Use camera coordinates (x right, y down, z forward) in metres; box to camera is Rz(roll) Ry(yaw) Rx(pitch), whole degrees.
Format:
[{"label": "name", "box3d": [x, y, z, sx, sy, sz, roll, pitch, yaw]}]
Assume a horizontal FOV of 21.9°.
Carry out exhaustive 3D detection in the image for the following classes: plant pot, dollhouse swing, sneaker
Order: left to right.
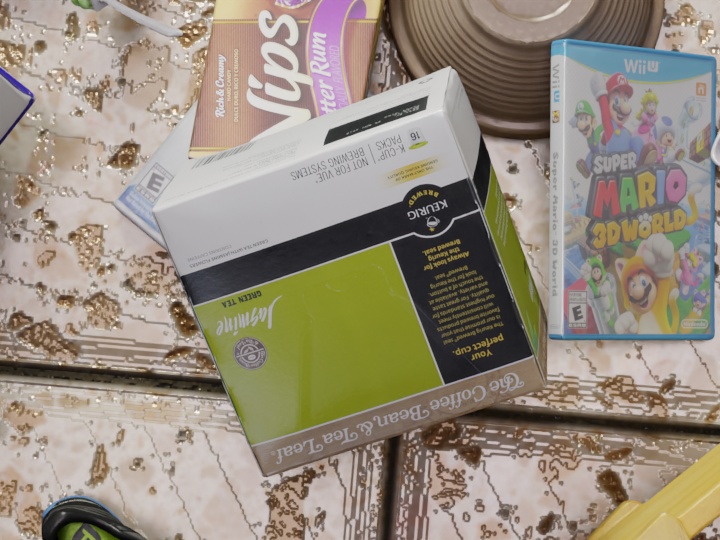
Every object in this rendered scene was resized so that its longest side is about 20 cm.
[{"label": "sneaker", "box3d": [-0.145, 0.231, 1.285, 0.199, 0.083, 0.071, 38, 88, 5]}, {"label": "plant pot", "box3d": [0.118, -0.197, 1.309, 0.200, 0.093, 0.202, 0, 86, 2]}, {"label": "dollhouse swing", "box3d": [0.240, 0.206, 1.215, 0.175, 0.200, 0.183, -23, 84, -1]}]

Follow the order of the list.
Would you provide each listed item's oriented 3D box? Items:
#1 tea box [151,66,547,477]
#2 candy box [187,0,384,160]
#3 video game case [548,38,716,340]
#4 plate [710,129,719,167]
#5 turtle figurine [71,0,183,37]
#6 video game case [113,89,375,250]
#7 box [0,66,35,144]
[{"label": "tea box", "box3d": [0.000, 0.000, 1.221, 0.199, 0.134, 0.198, -18, 104, 11]}, {"label": "candy box", "box3d": [-0.046, -0.162, 1.308, 0.116, 0.056, 0.201, 11, 85, 1]}, {"label": "video game case", "box3d": [0.189, -0.053, 1.285, 0.142, 0.018, 0.201, 1, 88, -33]}, {"label": "plate", "box3d": [0.375, -0.123, 1.322, 0.199, 0.032, 0.201, 25, 86, 5]}, {"label": "turtle figurine", "box3d": [-0.210, -0.257, 1.287, 0.193, 0.144, 0.201, -9, 41, 19]}, {"label": "video game case", "box3d": [-0.045, -0.054, 1.337, 0.200, 0.022, 0.183, 39, 87, 5]}, {"label": "box", "box3d": [-0.358, -0.111, 1.274, 0.200, 0.105, 0.184, 37, 87, 35]}]
